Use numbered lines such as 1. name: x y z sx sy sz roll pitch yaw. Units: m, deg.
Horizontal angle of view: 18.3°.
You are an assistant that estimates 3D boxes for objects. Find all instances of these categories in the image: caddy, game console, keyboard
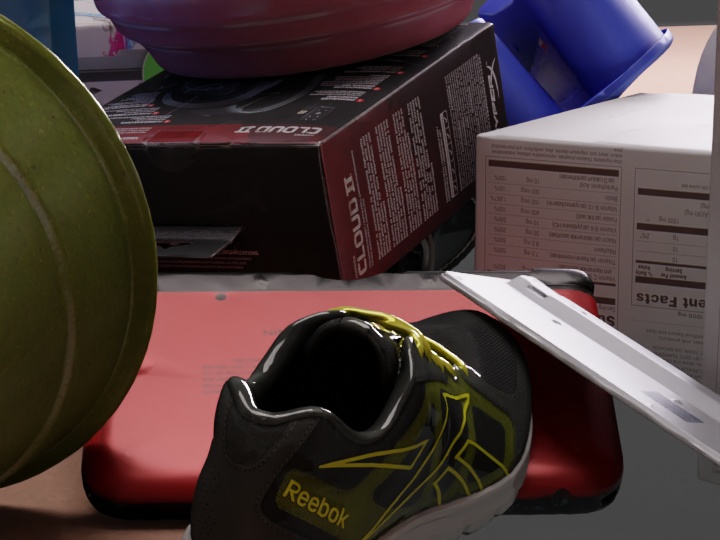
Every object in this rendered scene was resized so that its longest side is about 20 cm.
1. caddy: 0.094 -0.100 1.223 0.141 0.105 0.200 -39 4 -4
2. game console: -0.006 0.063 0.892 0.198 0.119 0.173 -1 42 -3
3. keyboard: 0.113 0.050 0.790 0.200 0.011 0.056 34 21 34

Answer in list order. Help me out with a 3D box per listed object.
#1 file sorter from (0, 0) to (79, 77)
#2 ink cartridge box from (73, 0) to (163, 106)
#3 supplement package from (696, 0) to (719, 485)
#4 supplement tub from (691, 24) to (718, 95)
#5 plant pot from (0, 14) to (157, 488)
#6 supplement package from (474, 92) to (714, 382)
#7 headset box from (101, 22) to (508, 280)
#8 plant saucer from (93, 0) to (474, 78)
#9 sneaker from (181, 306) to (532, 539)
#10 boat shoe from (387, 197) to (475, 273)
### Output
1. file sorter: -0.200 -0.039 0.944 0.122 0.201 0.138 -12 16 -34
2. ink cartridge box: -0.166 -0.070 1.221 0.199 0.148 0.146 -6 12 -23
3. supplement package: 0.231 -0.016 0.822 0.151 0.202 0.150 -9 15 -42
4. supplement tub: 0.316 -0.094 1.355 0.199 0.145 0.144 10 15 38
5. plant pot: -0.185 0.029 0.708 0.199 0.201 0.190 2 24 11
6. supplement package: 0.165 -0.016 1.050 0.155 0.112 0.200 6 13 29
7. headset box: -0.040 -0.048 1.006 0.148 0.078 0.200 0 23 28
8. plant saucer: -0.026 -0.134 1.051 0.199 0.051 0.201 -9 19 3
9. sneaker: 0.010 0.048 0.738 0.074 0.085 0.200 20 28 19
10. boat shoe: 0.000 0.000 1.081 0.060 0.076 0.199 14 30 42
